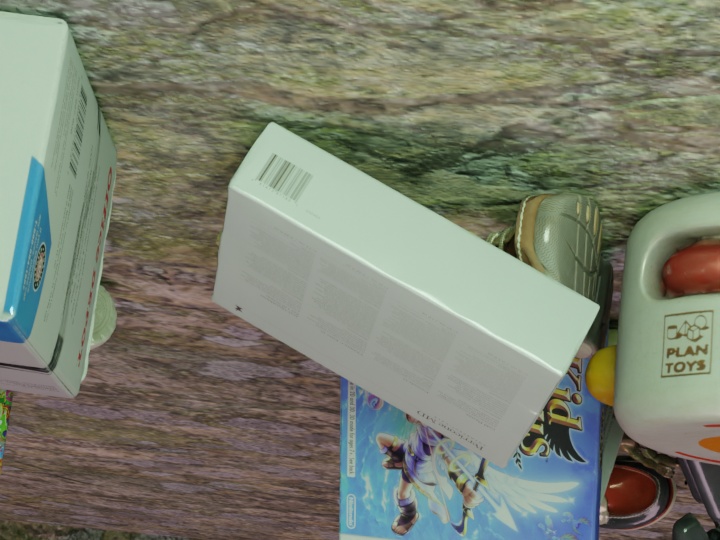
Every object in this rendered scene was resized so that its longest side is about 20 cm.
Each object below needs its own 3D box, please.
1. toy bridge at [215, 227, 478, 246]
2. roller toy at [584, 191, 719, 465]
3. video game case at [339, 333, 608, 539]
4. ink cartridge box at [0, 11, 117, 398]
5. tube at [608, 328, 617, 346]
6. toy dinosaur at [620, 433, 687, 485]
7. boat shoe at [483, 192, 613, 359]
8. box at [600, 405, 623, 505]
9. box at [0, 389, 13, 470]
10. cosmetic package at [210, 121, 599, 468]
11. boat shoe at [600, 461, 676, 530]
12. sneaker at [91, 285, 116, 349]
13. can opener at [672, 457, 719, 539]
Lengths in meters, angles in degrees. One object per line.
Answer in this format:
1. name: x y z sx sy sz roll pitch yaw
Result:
1. toy bridge: 0.000 0.000 1.095 0.199 0.027 0.067 6 145 43
2. roller toy: 0.232 0.043 1.030 0.198 0.141 0.183 7 165 1
3. video game case: 0.077 0.116 1.277 0.180 0.202 0.045 3 -164 10
4. ink cartridge box: -0.182 -0.027 0.931 0.084 0.146 0.200 7 165 2
5. tube: 0.229 0.064 1.312 0.199 0.052 0.058 7 128 26
6. toy dinosaur: 0.248 0.143 1.625 0.101 0.059 0.200 21 -172 28
7. boat shoe: 0.103 0.006 1.081 0.071 0.076 0.200 9 162 15
8. box: 0.135 0.129 1.414 0.101 0.113 0.200 19 170 3
9. box: -0.325 0.049 1.198 0.198 0.194 0.122 10 165 -16
10. cosmetic package: 0.018 0.018 1.015 0.199 0.052 0.151 30 153 5
11. boat shoe: 0.229 0.223 1.898 0.199 0.072 0.062 -1 162 43
12. sneaker: -0.290 0.034 1.358 0.199 0.077 0.111 8 158 -34
13. can opener: 0.282 0.192 1.550 0.201 0.067 0.053 63 174 -33
